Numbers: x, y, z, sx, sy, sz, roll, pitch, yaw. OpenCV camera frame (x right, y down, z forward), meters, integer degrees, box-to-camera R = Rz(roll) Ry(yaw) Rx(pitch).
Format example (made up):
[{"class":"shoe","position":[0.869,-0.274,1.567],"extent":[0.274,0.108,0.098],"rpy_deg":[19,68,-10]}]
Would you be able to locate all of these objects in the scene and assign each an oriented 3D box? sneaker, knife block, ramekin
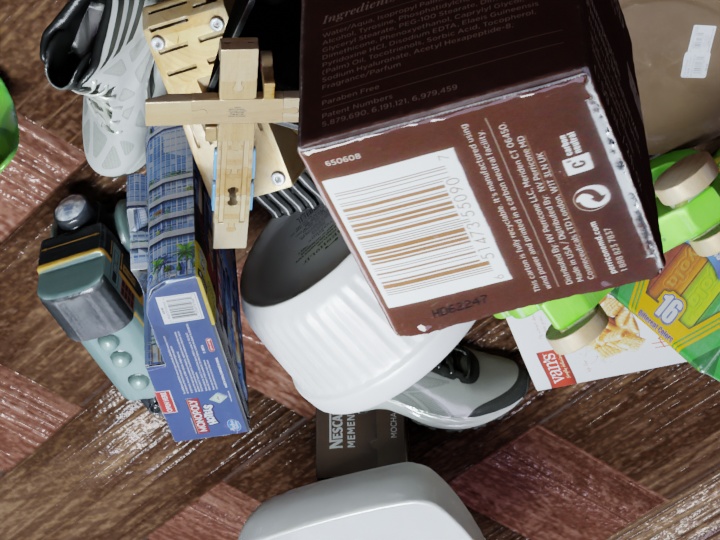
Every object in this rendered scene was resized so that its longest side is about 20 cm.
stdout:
[{"class":"sneaker","position":[-0.191,-0.136,1.426],"extent":[0.076,0.115,0.201],"rpy_deg":[36,132,20]},{"class":"knife block","position":[-0.071,-0.126,1.449],"extent":[0.064,0.176,0.200],"rpy_deg":[-14,110,19]},{"class":"ramekin","position":[0.000,0.000,1.528],"extent":[0.200,0.200,0.105],"rpy_deg":[-31,119,29]},{"class":"sneaker","position":[0.047,0.082,1.702],"extent":[0.200,0.074,0.079],"rpy_deg":[7,131,-6]}]

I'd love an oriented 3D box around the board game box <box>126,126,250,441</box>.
[{"class":"board game box","position":[-0.130,-0.013,1.470],"extent":[0.062,0.200,0.200],"rpy_deg":[-8,143,3]}]

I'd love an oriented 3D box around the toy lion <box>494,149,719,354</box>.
[{"class":"toy lion","position":[0.178,-0.027,1.512],"extent":[0.200,0.192,0.069],"rpy_deg":[-35,107,7]}]

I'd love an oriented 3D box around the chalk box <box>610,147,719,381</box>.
[{"class":"chalk box","position":[0.314,-0.012,1.522],"extent":[0.124,0.125,0.200],"rpy_deg":[29,100,-41]}]

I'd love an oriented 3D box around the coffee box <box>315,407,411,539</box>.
[{"class":"coffee box","position":[0.007,0.200,1.796],"extent":[0.080,0.113,0.200],"rpy_deg":[-3,136,3]}]

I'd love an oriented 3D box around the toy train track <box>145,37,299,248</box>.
[{"class":"toy train track","position":[-0.082,-0.086,1.299],"extent":[0.114,0.033,0.200],"rpy_deg":[-2,143,-7]}]

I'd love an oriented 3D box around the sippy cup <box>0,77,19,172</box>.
[{"class":"sippy cup","position":[-0.334,-0.128,1.436],"extent":[0.178,0.130,0.140],"rpy_deg":[5,136,-4]}]

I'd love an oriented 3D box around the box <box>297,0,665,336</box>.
[{"class":"box","position":[0.068,-0.101,1.154],"extent":[0.164,0.200,0.166],"rpy_deg":[-14,135,15]}]

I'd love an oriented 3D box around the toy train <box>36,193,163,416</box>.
[{"class":"toy train","position":[-0.192,0.031,1.616],"extent":[0.085,0.114,0.200],"rpy_deg":[-14,135,16]}]

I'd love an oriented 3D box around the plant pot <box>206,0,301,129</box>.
[{"class":"plant pot","position":[0.027,-0.208,1.314],"extent":[0.199,0.178,0.200],"rpy_deg":[16,134,-15]}]

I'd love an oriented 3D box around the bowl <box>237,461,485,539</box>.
[{"class":"bowl","position":[0.011,0.239,1.702],"extent":[0.199,0.075,0.200],"rpy_deg":[-16,133,16]}]

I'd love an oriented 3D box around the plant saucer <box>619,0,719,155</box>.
[{"class":"plant saucer","position":[0.214,-0.155,1.478],"extent":[0.200,0.030,0.200],"rpy_deg":[0,136,0]}]

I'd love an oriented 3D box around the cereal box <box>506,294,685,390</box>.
[{"class":"cereal box","position":[0.221,0.025,1.660],"extent":[0.200,0.040,0.144],"rpy_deg":[-14,134,14]}]
